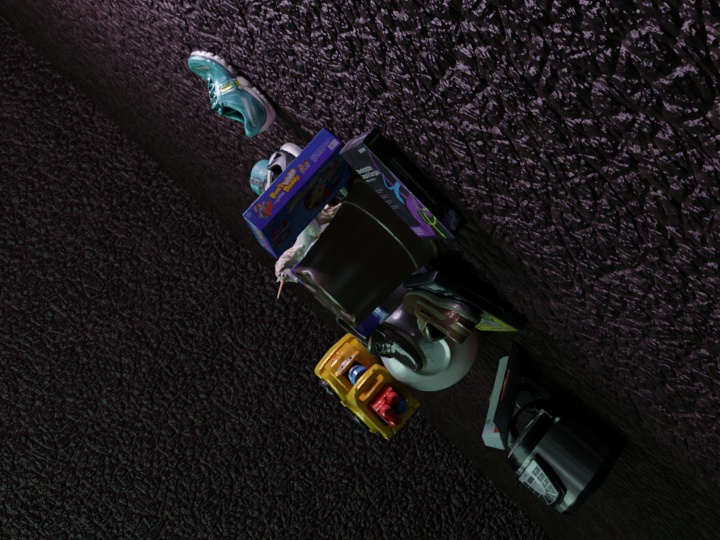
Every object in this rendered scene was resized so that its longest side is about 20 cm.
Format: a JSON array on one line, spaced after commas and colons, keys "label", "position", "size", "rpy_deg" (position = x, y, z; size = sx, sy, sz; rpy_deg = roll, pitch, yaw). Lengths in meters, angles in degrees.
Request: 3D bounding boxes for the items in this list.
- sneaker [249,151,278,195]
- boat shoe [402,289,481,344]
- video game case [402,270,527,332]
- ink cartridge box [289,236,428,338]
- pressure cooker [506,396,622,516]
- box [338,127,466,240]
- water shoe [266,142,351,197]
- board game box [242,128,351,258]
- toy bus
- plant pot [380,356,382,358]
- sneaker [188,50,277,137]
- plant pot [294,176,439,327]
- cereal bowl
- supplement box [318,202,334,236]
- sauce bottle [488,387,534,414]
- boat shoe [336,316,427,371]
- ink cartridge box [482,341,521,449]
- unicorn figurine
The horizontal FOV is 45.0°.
[{"label": "sneaker", "position": [-0.184, -0.202, 1.835], "size": [0.121, 0.083, 0.201], "rpy_deg": [46, 157, 28]}, {"label": "boat shoe", "position": [0.128, 0.083, 1.517], "size": [0.075, 0.073, 0.199], "rpy_deg": [31, 171, -26]}, {"label": "video game case", "position": [0.179, 0.056, 1.532], "size": [0.179, 0.026, 0.200], "rpy_deg": [30, 171, -9]}, {"label": "ink cartridge box", "position": [0.000, 0.000, 1.639], "size": [0.199, 0.200, 0.041], "rpy_deg": [40, 142, 8]}, {"label": "pressure cooker", "position": [0.374, 0.343, 1.662], "size": [0.199, 0.177, 0.178], "rpy_deg": [40, -173, 16]}, {"label": "box", "position": [0.060, -0.127, 1.325], "size": [0.200, 0.036, 0.143], "rpy_deg": [46, 169, -11]}, {"label": "water shoe", "position": [-0.096, -0.168, 1.626], "size": [0.199, 0.079, 0.072], "rpy_deg": [34, 167, 40]}, {"label": "board game box", "position": [-0.103, -0.128, 1.475], "size": [0.045, 0.200, 0.135], "rpy_deg": [38, 169, 17]}, {"label": "toy bus", "position": [0.022, 0.242, 1.750], "size": [0.200, 0.136, 0.192], "rpy_deg": [46, 173, -14]}, {"label": "plant pot", "position": [0.107, 0.125, 1.821], "size": [0.200, 0.161, 0.201], "rpy_deg": [40, 169, 9]}, {"label": "sneaker", "position": [-0.241, -0.320, 1.558], "size": [0.200, 0.080, 0.078], "rpy_deg": [41, 170, 12]}, {"label": "plant pot", "position": [0.002, -0.021, 1.521], "size": [0.200, 0.199, 0.200], "rpy_deg": [40, 170, 8]}, {"label": "cereal bowl", "position": [0.129, 0.147, 1.685], "size": [0.200, 0.200, 0.083], "rpy_deg": [44, -162, -8]}, {"label": "supplement box", "position": [-0.063, -0.089, 1.861], "size": [0.200, 0.067, 0.069], "rpy_deg": [50, 167, -32]}, {"label": "sauce bottle", "position": [0.331, 0.281, 1.890], "size": [0.065, 0.065, 0.200], "rpy_deg": [42, 168, 2]}, {"label": "boat shoe", "position": [0.037, 0.132, 1.626], "size": [0.199, 0.065, 0.074], "rpy_deg": [35, 146, 30]}, {"label": "ink cartridge box", "position": [0.268, 0.242, 1.683], "size": [0.047, 0.162, 0.200], "rpy_deg": [10, 158, 21]}, {"label": "unicorn figurine", "position": [-0.104, -0.047, 1.790], "size": [0.135, 0.203, 0.074], "rpy_deg": [3, -167, -20]}]
